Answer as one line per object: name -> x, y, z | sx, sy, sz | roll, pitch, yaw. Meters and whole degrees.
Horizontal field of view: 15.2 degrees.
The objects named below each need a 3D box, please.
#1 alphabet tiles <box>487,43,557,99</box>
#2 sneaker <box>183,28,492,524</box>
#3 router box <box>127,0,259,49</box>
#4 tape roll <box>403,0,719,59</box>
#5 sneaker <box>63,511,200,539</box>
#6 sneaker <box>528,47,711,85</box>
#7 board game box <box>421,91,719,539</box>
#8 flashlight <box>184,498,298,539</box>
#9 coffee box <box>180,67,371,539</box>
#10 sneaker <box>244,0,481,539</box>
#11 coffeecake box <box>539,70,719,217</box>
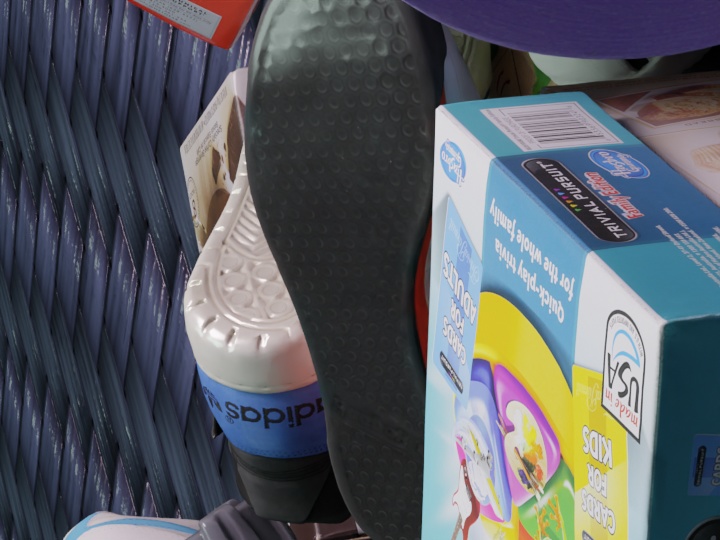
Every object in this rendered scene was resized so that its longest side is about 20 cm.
alphabet tiles -> 0.049, -0.070, 0.959 | 0.166, 0.006, 0.200 | 124, 142, -55
sneaker -> -0.001, 0.000, 0.927 | 0.200, 0.077, 0.111 | -68, -23, -46
router box -> 0.001, -0.184, 0.771 | 0.200, 0.049, 0.180 | -63, 5, -21
tape roll -> 0.067, -0.145, 0.580 | 0.066, 0.200, 0.200 | -117, 24, -46
sneaker -> -0.026, 0.143, 1.074 | 0.077, 0.200, 0.081 | -63, 24, 14
sneaker -> 0.049, -0.107, 0.773 | 0.199, 0.129, 0.080 | 136, 126, -67
board game box -> 0.062, 0.073, 0.713 | 0.151, 0.047, 0.200 | -129, 37, -61
flashlight -> -0.009, 0.175, 0.957 | 0.200, 0.068, 0.068 | 57, 145, 4
coffee box -> -0.013, 0.022, 1.150 | 0.113, 0.080, 0.201 | 135, 125, -69
sneaker -> 0.026, -0.021, 0.819 | 0.067, 0.108, 0.202 | 7, 122, 29
coffeecake box -> 0.117, 0.045, 0.732 | 0.200, 0.073, 0.154 | -135, 41, -64
